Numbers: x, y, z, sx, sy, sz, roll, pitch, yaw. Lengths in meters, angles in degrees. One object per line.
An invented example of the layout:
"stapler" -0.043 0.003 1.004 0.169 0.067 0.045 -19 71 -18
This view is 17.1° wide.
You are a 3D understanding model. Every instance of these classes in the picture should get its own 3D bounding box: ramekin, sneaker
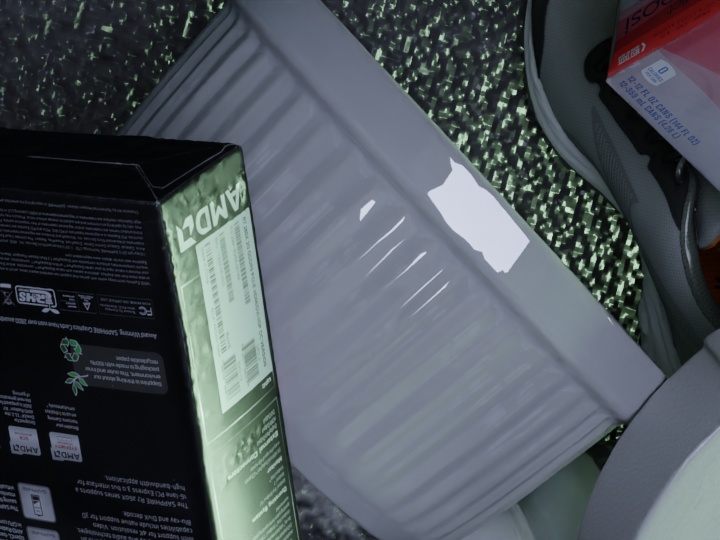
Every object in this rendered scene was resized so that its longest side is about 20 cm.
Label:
"ramekin" 0.000 0.000 0.800 0.105 0.200 0.200 -42 104 4
"sneaker" 0.118 -0.038 0.856 0.074 0.079 0.201 -16 70 -15

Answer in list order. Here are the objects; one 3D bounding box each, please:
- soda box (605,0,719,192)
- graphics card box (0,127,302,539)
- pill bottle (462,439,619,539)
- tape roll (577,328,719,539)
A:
"soda box" 0.171 -0.036 0.797 0.070 0.064 0.200 -30 122 36
"graphics card box" -0.084 0.057 0.729 0.051 0.125 0.201 -40 128 -50
"pill bottle" 0.123 0.114 0.879 0.199 0.113 0.114 -9 98 -12
"tape roll" 0.167 0.092 0.790 0.202 0.037 0.203 -8 120 -14
